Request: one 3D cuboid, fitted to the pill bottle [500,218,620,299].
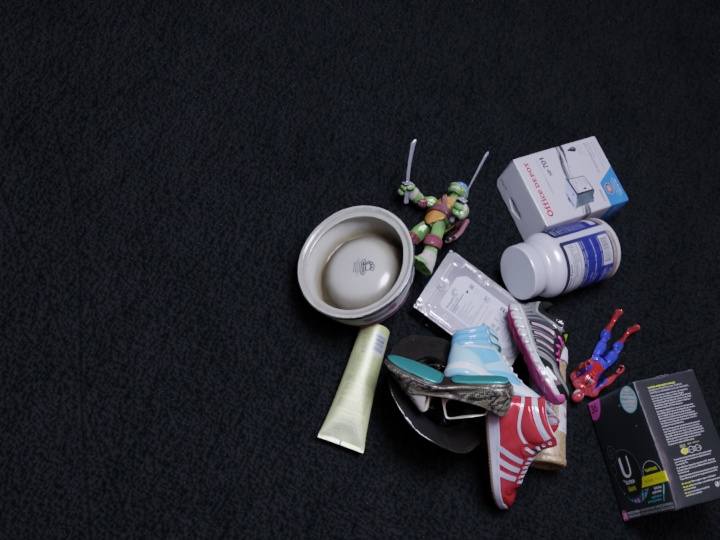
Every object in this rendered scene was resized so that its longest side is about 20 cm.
[{"bbox_3d":[0.352,-0.018,1.403,0.197,0.116,0.117,-14,71,-27],"label":"pill bottle"}]

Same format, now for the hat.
[{"bbox_3d":[0.108,0.207,1.260,0.198,0.081,0.203,20,47,-24],"label":"hat"}]

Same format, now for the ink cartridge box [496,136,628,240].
[{"bbox_3d":[0.379,-0.151,1.495,0.197,0.086,0.148,-17,73,-23],"label":"ink cartridge box"}]

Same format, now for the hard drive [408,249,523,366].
[{"bbox_3d":[0.198,0.076,1.373,0.199,0.038,0.140,37,62,3],"label":"hard drive"}]

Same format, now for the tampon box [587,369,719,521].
[{"bbox_3d":[0.488,0.287,1.299,0.124,0.150,0.203,-7,69,-19],"label":"tampon box"}]

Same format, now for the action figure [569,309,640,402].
[{"bbox_3d":[0.429,0.147,1.377,0.065,0.099,0.200,39,65,5],"label":"action figure"}]

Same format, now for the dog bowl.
[{"bbox_3d":[0.000,0.000,1.289,0.196,0.074,0.204,-8,61,15],"label":"dog bowl"}]

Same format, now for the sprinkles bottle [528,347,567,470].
[{"bbox_3d":[0.311,0.224,1.323,0.067,0.068,0.204,12,65,-10],"label":"sprinkles bottle"}]

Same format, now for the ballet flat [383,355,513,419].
[{"bbox_3d":[0.125,0.181,1.169,0.196,0.068,0.077,10,99,13],"label":"ballet flat"}]

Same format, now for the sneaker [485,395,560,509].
[{"bbox_3d":[0.252,0.280,1.215,0.110,0.204,0.071,-4,24,12],"label":"sneaker"}]

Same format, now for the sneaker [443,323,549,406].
[{"bbox_3d":[0.224,0.157,1.270,0.198,0.079,0.132,29,45,-19],"label":"sneaker"}]

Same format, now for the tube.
[{"bbox_3d":[-0.005,0.182,1.267,0.052,0.057,0.203,43,55,-46],"label":"tube"}]

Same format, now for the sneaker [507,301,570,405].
[{"bbox_3d":[0.306,0.123,1.284,0.086,0.074,0.202,-17,45,1],"label":"sneaker"}]

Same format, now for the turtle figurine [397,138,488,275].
[{"bbox_3d":[0.112,-0.106,1.359,0.142,0.201,0.196,26,70,14],"label":"turtle figurine"}]
